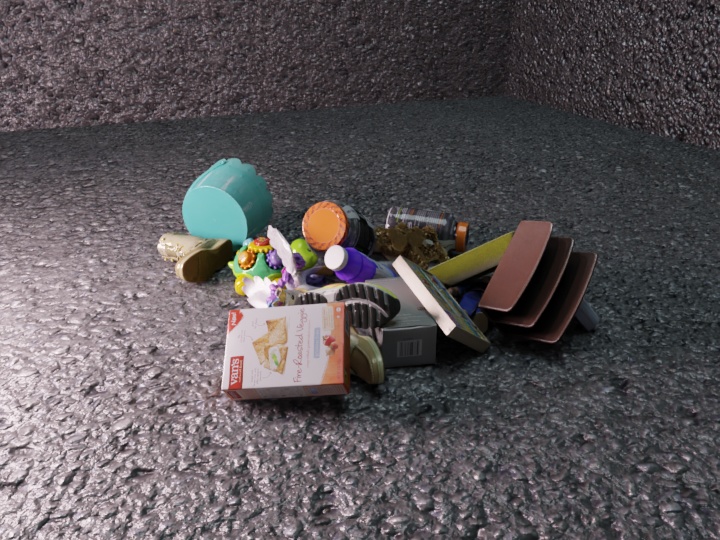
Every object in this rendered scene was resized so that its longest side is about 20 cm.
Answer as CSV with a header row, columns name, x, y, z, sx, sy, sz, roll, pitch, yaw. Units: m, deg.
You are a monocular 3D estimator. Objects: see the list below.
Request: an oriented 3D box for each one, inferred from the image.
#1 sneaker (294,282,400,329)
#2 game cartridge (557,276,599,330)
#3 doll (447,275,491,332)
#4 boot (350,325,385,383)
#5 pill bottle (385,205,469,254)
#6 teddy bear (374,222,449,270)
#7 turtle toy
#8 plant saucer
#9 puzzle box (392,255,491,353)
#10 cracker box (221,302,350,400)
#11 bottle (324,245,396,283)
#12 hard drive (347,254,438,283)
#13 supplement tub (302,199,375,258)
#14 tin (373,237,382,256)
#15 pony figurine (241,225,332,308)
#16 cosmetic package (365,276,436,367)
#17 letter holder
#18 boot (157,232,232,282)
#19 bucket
name,x,y,z,sx,sy,sz,roll,pitch,yaw
sneaker,-0.016,0.053,1.177,0.196,0.080,0.090,2,11,26
game cartridge,0.410,0.029,1.350,0.132,0.041,0.201,38,19,-29
doll,0.243,0.058,1.364,0.134,0.050,0.200,8,25,20
boot,-0.058,0.148,1.118,0.152,0.074,0.199,-10,21,-25
pill bottle,0.166,-0.094,1.625,0.196,0.109,0.106,9,25,17
teddy bear,0.115,-0.053,1.492,0.198,0.067,0.146,-21,70,-48
turtle toy,-0.189,-0.019,1.441,0.195,0.103,0.146,0,24,-4
plant saucer,0.260,-0.018,1.403,0.197,0.049,0.199,-25,-9,21
puzzle box,0.149,0.061,1.229,0.132,0.025,0.201,27,21,-47
cracker box,-0.116,0.129,1.057,0.195,0.058,0.137,-5,62,9
bottle,0.000,0.000,1.342,0.083,0.066,0.199,33,3,36
hard drive,0.082,0.008,1.493,0.195,0.026,0.132,8,25,14
supplement tub,-0.046,-0.079,1.411,0.120,0.126,0.200,9,-4,16
tin,0.003,-0.060,1.574,0.195,0.043,0.112,7,-6,11
pony figurine,-0.128,0.025,1.315,0.197,0.169,0.193,3,29,-42
cosmetic package,0.070,0.091,1.235,0.104,0.092,0.201,-5,28,-8
letter holder,0.334,0.019,1.230,0.141,0.101,0.202,6,59,52
boot,-0.398,-0.034,1.496,0.152,0.074,0.200,10,24,16
bucket,-0.325,-0.151,1.611,0.203,0.211,0.135,9,33,16
